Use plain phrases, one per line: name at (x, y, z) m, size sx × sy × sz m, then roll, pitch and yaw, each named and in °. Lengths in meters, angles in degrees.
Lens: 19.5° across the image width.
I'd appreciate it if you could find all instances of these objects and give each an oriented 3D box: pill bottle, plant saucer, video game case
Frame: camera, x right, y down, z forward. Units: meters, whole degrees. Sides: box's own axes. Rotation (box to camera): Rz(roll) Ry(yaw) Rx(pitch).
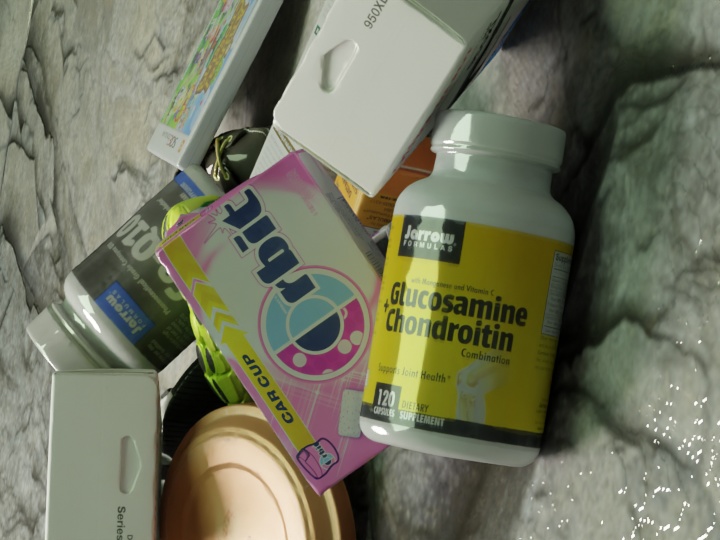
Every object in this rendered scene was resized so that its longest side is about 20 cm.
pill bottle at (-0.176, 0.016, 1.759) m, size 0.200 × 0.114 × 0.114 m, roll -43°, pitch 24°, yaw -3°
plant saucer at (-0.084, 0.199, 1.551) m, size 0.199 × 0.032 × 0.202 m, roll 3°, pitch 94°, yaw 44°
video game case at (-0.129, -0.187, 1.896) m, size 0.201 × 0.022 × 0.182 m, roll -63°, pitch 16°, yaw 1°
pill bottle at (0.068, 0.010, 1.257) m, size 0.112 × 0.111 × 0.202 m, roll -177°, pitch 96°, yaw -69°

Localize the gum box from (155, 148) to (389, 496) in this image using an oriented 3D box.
gum box at (-0.033, 0.027, 1.353) m, size 0.113 × 0.201 × 0.066 m, roll -34°, pitch -1°, yaw 10°

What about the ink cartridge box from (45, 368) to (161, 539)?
ink cartridge box at (-0.199, 0.168, 1.649) m, size 0.200 × 0.083 × 0.146 m, roll 107°, pitch 164°, yaw -75°

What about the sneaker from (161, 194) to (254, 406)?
sneaker at (-0.095, 0.034, 1.684) m, size 0.074 × 0.083 × 0.202 m, roll 22°, pitch 130°, yaw 62°

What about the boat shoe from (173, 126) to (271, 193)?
boat shoe at (-0.109, -0.087, 1.831) m, size 0.201 × 0.060 × 0.072 m, roll 160°, pitch 119°, yaw -66°

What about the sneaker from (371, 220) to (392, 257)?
sneaker at (-0.010, 0.010, 1.415) m, size 0.078 × 0.139 × 0.201 m, roll -101°, pitch 29°, yaw -53°

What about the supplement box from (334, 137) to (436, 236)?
supplement box at (0.000, 0.000, 1.503) m, size 0.067 × 0.068 × 0.201 m, roll -111°, pitch 35°, yaw -58°

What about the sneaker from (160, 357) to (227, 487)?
sneaker at (-0.151, 0.128, 1.820) m, size 0.089 × 0.073 × 0.201 m, roll -109°, pitch 36°, yaw -49°

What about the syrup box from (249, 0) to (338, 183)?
syrup box at (-0.009, -0.110, 1.533) m, size 0.201 × 0.078 × 0.082 m, roll -65°, pitch 25°, yaw 19°

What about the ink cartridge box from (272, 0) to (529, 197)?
ink cartridge box at (0.045, -0.161, 1.308) m, size 0.200 × 0.084 × 0.145 m, roll -50°, pitch -6°, yaw -46°
